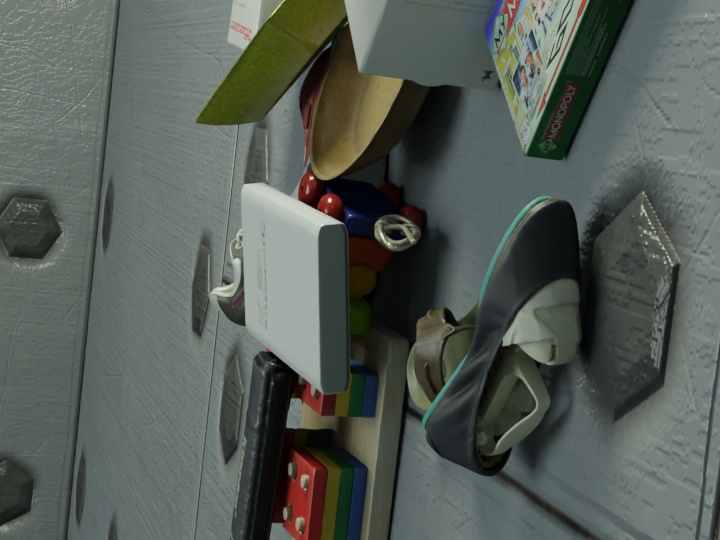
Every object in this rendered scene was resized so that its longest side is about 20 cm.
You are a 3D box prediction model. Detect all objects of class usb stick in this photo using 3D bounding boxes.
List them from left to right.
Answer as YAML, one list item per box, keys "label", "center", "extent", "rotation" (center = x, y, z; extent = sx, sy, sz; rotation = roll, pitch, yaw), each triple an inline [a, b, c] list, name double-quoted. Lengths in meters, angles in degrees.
- label: "usb stick"
  center: [-0.086, 0.167, 1.429]
  extent: [0.055, 0.032, 0.201]
  rotation: [-139, 55, -65]

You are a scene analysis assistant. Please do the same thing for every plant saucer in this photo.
- label: "plant saucer"
  center: [-0.046, -0.220, 1.504]
  extent: [0.200, 0.048, 0.200]
  rotation: [-52, 6, -31]
- label: "plant saucer"
  center: [0.020, -0.161, 1.369]
  extent: [0.200, 0.035, 0.201]
  rotation: [-52, 25, 38]

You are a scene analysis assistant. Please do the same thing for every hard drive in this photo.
- label: "hard drive"
  center: [-0.055, 0.010, 1.367]
  extent: [0.200, 0.027, 0.132]
  rotation: [-150, 57, -67]

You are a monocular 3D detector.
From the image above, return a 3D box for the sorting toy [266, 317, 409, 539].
- label: "sorting toy"
  center: [-0.035, 0.136, 1.443]
  extent: [0.199, 0.069, 0.201]
  rotation: [-152, 67, -69]

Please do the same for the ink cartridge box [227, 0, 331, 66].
- label: "ink cartridge box"
  center: [-0.073, -0.315, 1.717]
  extent: [0.146, 0.084, 0.201]
  rotation: [-139, 57, -71]

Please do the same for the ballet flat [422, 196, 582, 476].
- label: "ballet flat"
  center: [0.101, 0.050, 1.049]
  extent: [0.073, 0.073, 0.200]
  rotation: [-106, 32, -52]

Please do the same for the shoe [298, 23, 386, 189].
- label: "shoe"
  center: [-0.019, -0.115, 1.503]
  extent: [0.091, 0.071, 0.201]
  rotation: [155, 124, -73]

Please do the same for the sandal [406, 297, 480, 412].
- label: "sandal"
  center: [0.060, 0.063, 1.183]
  extent: [0.201, 0.057, 0.080]
  rotation: [135, 138, -66]

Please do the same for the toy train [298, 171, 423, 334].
- label: "toy train"
  center: [0.000, 0.000, 1.357]
  extent: [0.200, 0.084, 0.116]
  rotation: [-127, 46, -67]

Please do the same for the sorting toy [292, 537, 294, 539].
- label: "sorting toy"
  center: [-0.044, 0.338, 1.504]
  extent: [0.200, 0.036, 0.186]
  rotation: [174, 101, -74]

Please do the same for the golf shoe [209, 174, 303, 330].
- label: "golf shoe"
  center: [-0.076, -0.029, 1.587]
  extent: [0.077, 0.088, 0.201]
  rotation: [-50, -16, -71]

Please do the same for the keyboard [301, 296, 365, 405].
- label: "keyboard"
  center: [-0.026, 0.048, 1.563]
  extent: [0.127, 0.021, 0.201]
  rotation: [-113, 32, -49]

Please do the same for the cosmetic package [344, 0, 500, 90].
- label: "cosmetic package"
  center: [0.044, -0.230, 1.239]
  extent: [0.200, 0.107, 0.085]
  rotation: [-103, 25, -43]

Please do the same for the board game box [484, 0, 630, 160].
- label: "board game box"
  center: [0.132, -0.188, 1.060]
  extent: [0.135, 0.029, 0.200]
  rotation: [-103, 23, -45]
